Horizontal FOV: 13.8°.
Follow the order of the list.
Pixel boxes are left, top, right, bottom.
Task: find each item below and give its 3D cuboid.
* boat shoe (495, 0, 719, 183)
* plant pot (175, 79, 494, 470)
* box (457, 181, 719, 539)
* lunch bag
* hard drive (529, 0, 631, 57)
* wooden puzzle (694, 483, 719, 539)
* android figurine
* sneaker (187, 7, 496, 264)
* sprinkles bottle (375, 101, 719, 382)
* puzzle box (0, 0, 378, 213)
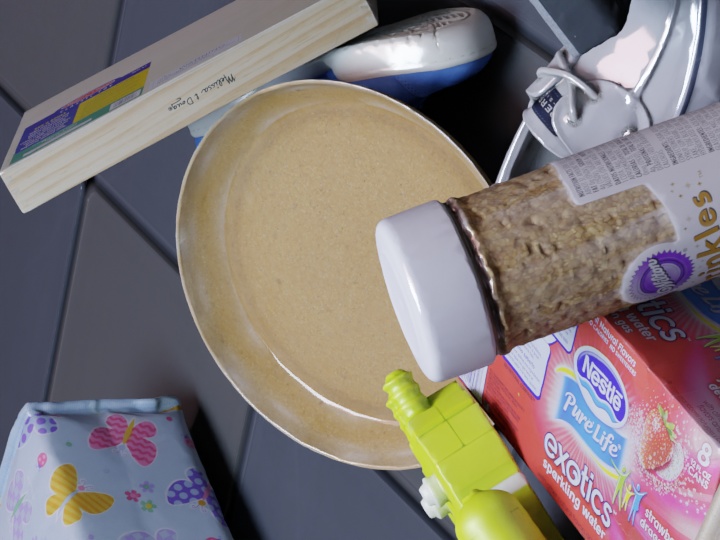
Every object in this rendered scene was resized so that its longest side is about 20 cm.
[{"bbox_3d":[0.104,-0.065,1.304,0.074,0.065,0.201,54,134,46],"label":"boat shoe"},{"bbox_3d":[0.000,0.000,1.440,0.199,0.027,0.201,13,116,28],"label":"plant pot"},{"bbox_3d":[0.128,0.051,1.226,0.200,0.095,0.100,52,141,47],"label":"box"},{"bbox_3d":[-0.149,0.199,1.683,0.200,0.127,0.170,110,147,-41],"label":"lunch bag"},{"bbox_3d":[0.052,-0.201,1.240,0.033,0.200,0.140,-29,23,26],"label":"hard drive"},{"bbox_3d":[0.190,0.168,1.097,0.185,0.046,0.201,32,120,19],"label":"wooden puzzle"},{"bbox_3d":[0.070,0.130,1.297,0.200,0.041,0.182,57,176,9],"label":"android figurine"},{"bbox_3d":[0.001,-0.059,1.479,0.199,0.077,0.112,-14,99,40],"label":"sneaker"},{"bbox_3d":[0.108,-0.020,1.165,0.068,0.199,0.069,160,90,-84],"label":"sprinkles bottle"},{"bbox_3d":[-0.084,-0.099,1.480,0.025,0.199,0.133,61,-172,-15],"label":"puzzle box"}]
